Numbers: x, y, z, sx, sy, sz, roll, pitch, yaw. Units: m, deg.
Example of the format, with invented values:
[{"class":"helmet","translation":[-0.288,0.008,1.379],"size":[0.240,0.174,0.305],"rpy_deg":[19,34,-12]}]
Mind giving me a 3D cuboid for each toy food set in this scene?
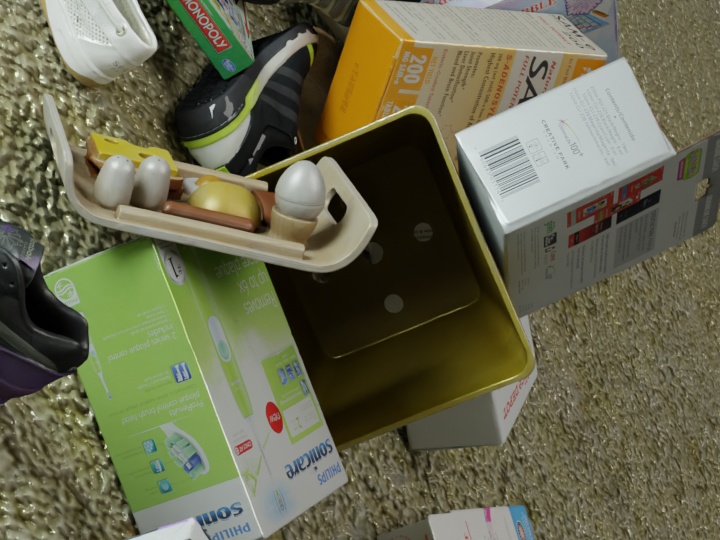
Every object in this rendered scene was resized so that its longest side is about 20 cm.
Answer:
[{"class":"toy food set","translation":[-0.099,-0.064,1.426],"size":[0.200,0.061,0.144],"rpy_deg":[13,17,-18]}]

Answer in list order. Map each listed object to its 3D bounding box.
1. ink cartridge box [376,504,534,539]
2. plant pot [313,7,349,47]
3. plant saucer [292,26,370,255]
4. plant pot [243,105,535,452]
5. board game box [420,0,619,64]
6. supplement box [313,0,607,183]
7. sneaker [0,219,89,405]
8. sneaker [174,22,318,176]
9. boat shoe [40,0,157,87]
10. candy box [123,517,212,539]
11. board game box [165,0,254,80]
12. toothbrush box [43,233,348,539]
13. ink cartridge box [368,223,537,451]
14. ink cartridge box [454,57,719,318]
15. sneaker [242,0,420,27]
[{"class":"ink cartridge box","translation":[0.077,0.245,1.731],"size":[0.200,0.068,0.115],"rpy_deg":[10,62,-65]},{"class":"plant pot","translation":[0.046,-0.280,1.923],"size":[0.200,0.199,0.177],"rpy_deg":[4,65,-66]},{"class":"plant saucer","translation":[-0.022,-0.098,1.838],"size":[0.200,0.035,0.201],"rpy_deg":[50,29,-41]},{"class":"plant pot","translation":[0.000,0.000,1.625],"size":[0.176,0.200,0.200],"rpy_deg":[-63,130,-79]},{"class":"board game box","translation":[0.116,-0.175,1.869],"size":[0.200,0.200,0.041],"rpy_deg":[77,-11,-58]},{"class":"supplement box","translation":[0.079,-0.134,1.765],"size":[0.200,0.126,0.074],"rpy_deg":[-1,32,-34]},{"class":"sneaker","translation":[-0.221,-0.016,1.246],"size":[0.200,0.087,0.076],"rpy_deg":[55,27,-30]},{"class":"sneaker","translation":[-0.079,-0.117,1.693],"size":[0.083,0.072,0.200],"rpy_deg":[63,33,-17]},{"class":"boat shoe","translation":[-0.189,-0.227,1.522],"size":[0.200,0.069,0.071],"rpy_deg":[67,24,-5]},{"class":"candy box","translation":[-0.110,0.238,1.179],"size":[0.200,0.167,0.072],"rpy_deg":[55,27,-30]},{"class":"board game box","translation":[-0.131,-0.246,1.673],"size":[0.135,0.029,0.200],"rpy_deg":[54,15,-36]},{"class":"toothbrush box","translation":[-0.102,0.072,1.448],"size":[0.146,0.086,0.200],"rpy_deg":[-22,93,-67]},{"class":"ink cartridge box","translation":[0.077,0.027,1.835],"size":[0.145,0.084,0.200],"rpy_deg":[-53,136,-63]},{"class":"ink cartridge box","translation":[0.165,-0.062,1.615],"size":[0.200,0.175,0.084],"rpy_deg":[79,-14,-70]},{"class":"sneaker","translation":[-0.040,-0.252,1.725],"size":[0.200,0.075,0.116],"rpy_deg":[7,41,-47]}]
